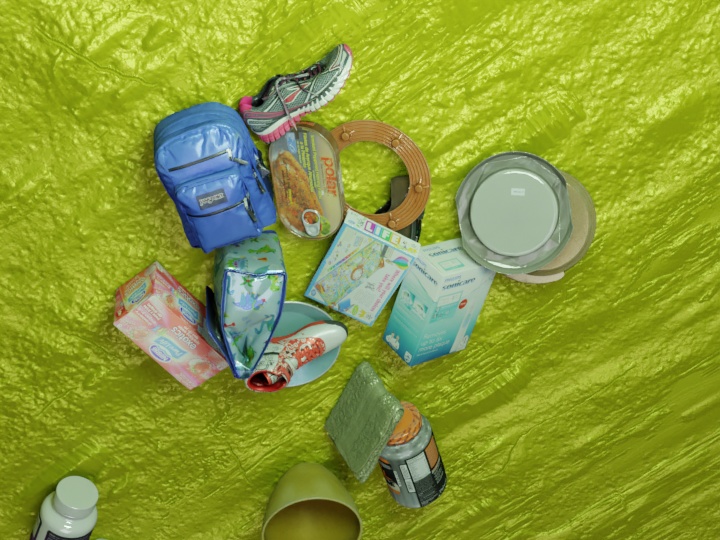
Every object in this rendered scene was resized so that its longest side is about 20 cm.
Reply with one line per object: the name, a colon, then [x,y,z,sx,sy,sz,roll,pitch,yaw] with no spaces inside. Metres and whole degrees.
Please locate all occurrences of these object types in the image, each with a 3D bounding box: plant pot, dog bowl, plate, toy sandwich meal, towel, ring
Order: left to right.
plate: [-0.134,0.130,1.818,0.198,0.026,0.202,-4,126,-6]
plant pot: [-0.101,0.470,1.993,0.198,0.143,0.202,-4,126,-5]
towel: [0.005,0.285,1.886,0.036,0.149,0.201,-4,131,-40]
ring: [0.016,-0.146,1.604,0.198,0.019,0.202,8,122,13]
dog bowl: [0.253,-0.098,1.648,0.198,0.059,0.202,2,102,7]
toy sandwich meal: [0.310,-0.078,1.710,0.203,0.070,0.207,2,102,8]

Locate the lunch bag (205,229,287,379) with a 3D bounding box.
lunch bag: [-0.193,0.053,1.651,0.126,0.170,0.202,3,117,-11]

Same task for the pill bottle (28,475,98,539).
pill bottle: [-0.581,0.501,1.957,0.110,0.112,0.201,16,122,-20]

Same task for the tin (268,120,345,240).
tin: [-0.082,-0.144,1.599,0.111,0.042,0.202,4,122,16]

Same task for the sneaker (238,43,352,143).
sneaker: [-0.094,-0.273,1.502,0.199,0.081,0.075,-36,121,16]

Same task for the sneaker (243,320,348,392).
sneaker: [-0.114,0.157,1.758,0.199,0.108,0.068,-12,126,-1]

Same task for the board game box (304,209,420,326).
board game box: [0.000,0.000,1.688,0.134,0.034,0.200,26,135,-6]

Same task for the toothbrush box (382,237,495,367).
toothbrush box: [0.139,0.052,1.734,0.146,0.085,0.201,-13,132,-40]

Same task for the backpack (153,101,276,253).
backpack: [-0.221,-0.145,1.523,0.161,0.168,0.201,-20,122,-3]

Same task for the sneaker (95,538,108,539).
sneaker: [-0.493,0.647,2.096,0.199,0.074,0.119,28,111,-15]

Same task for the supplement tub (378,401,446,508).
supplement tub: [0.093,0.360,1.959,0.121,0.123,0.201,-17,126,3]

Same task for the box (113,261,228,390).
box: [-0.322,0.098,1.716,0.094,0.103,0.200,-33,125,14]

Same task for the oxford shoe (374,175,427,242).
oxford shoe: [0.063,-0.075,1.686,0.084,0.073,0.202,10,122,3]
